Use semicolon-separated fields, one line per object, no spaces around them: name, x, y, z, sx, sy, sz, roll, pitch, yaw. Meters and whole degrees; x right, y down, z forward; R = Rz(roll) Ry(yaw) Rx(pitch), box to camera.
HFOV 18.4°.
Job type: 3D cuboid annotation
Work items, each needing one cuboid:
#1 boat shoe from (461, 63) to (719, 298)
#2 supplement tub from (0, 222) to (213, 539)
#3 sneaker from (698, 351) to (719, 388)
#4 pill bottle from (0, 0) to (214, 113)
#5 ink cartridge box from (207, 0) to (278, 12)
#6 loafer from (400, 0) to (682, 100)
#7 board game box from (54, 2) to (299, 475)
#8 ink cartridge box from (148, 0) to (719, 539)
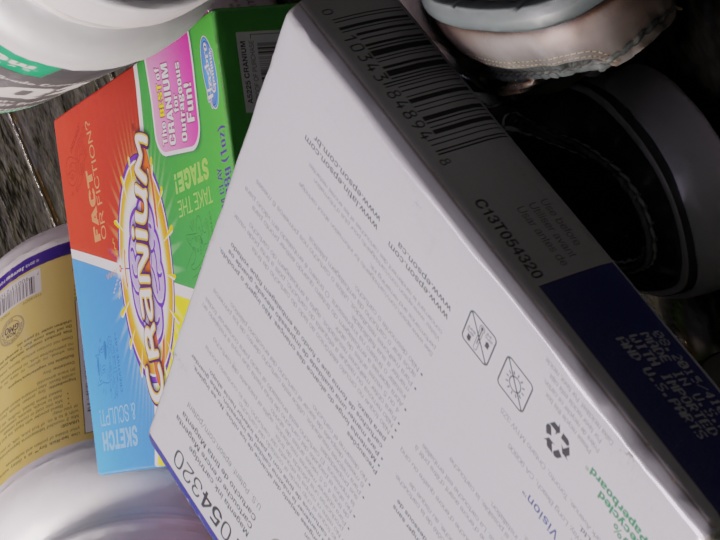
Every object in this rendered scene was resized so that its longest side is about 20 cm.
boat shoe;0.048;-0.029;0.693;0.200;0.068;0.072;33;142;62
supplement tub;-0.105;0.089;1.014;0.146;0.145;0.200;87;174;-46
sneaker;0.101;0.100;0.681;0.079;0.075;0.200;-115;20;-53
pill bottle;-0.108;-0.120;0.765;0.200;0.113;0.113;-8;103;66
ink cartridge box;-0.077;-0.103;1.039;0.095;0.037;0.200;66;165;4
loafer;0.050;-0.083;0.651;0.063;0.072;0.200;55;175;-22
board game box;-0.061;-0.003;0.836;0.200;0.040;0.153;161;102;-65
ink cartridge box;0.020;0.054;0.650;0.196;0.043;0.200;53;144;26
